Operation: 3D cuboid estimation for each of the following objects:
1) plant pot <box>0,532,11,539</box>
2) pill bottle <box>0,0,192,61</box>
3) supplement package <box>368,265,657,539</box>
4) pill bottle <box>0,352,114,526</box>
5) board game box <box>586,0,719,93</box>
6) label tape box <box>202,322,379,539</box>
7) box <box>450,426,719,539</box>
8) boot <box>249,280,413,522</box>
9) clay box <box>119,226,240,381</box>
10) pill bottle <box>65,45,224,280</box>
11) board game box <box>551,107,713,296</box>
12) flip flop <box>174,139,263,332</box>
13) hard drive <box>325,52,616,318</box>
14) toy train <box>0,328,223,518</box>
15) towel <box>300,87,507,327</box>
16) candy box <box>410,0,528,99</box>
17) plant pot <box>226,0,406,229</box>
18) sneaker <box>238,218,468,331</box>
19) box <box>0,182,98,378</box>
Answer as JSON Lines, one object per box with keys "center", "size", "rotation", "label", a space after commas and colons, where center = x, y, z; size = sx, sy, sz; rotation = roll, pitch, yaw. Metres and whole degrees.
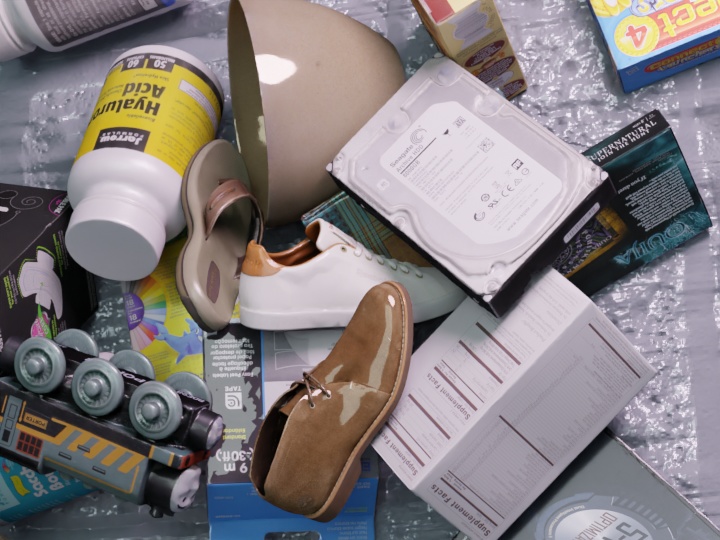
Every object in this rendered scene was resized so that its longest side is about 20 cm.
{"center": [-0.342, 0.320, 1.414], "size": [0.199, 0.200, 0.177], "rotation": [-21, 57, 9], "label": "plant pot"}
{"center": [-0.265, -0.272, 1.597], "size": [0.199, 0.114, 0.114], "rotation": [-18, 70, 9], "label": "pill bottle"}
{"center": [0.112, 0.100, 1.352], "size": [0.200, 0.114, 0.110], "rotation": [-46, 38, 1], "label": "supplement package"}
{"center": [-0.286, 0.154, 1.480], "size": [0.199, 0.111, 0.111], "rotation": [-22, 70, 9], "label": "pill bottle"}
{"center": [0.284, -0.283, 1.478], "size": [0.199, 0.056, 0.196], "rotation": [-22, 69, 8], "label": "board game box"}
{"center": [-0.057, 0.143, 1.410], "size": [0.144, 0.063, 0.201], "rotation": [-2, 80, -5], "label": "label tape box"}
{"center": [0.168, 0.234, 1.366], "size": [0.200, 0.044, 0.160], "rotation": [-46, 67, -1], "label": "box"}
{"center": [-0.021, 0.097, 1.328], "size": [0.074, 0.075, 0.201], "rotation": [26, 93, 56], "label": "boot"}
{"center": [-0.144, 0.050, 1.504], "size": [0.115, 0.048, 0.201], "rotation": [-15, 71, 8], "label": "clay box"}
{"center": [-0.192, -0.092, 1.490], "size": [0.111, 0.111, 0.200], "rotation": [-1, 50, 15], "label": "pill bottle"}
{"center": [0.180, -0.033, 1.394], "size": [0.200, 0.135, 0.028], "rotation": [-30, 46, 5], "label": "board game box"}
{"center": [-0.110, -0.034, 1.416], "size": [0.057, 0.081, 0.200], "rotation": [-27, 35, 25], "label": "flip flop"}
{"center": [0.084, -0.072, 1.350], "size": [0.140, 0.038, 0.200], "rotation": [-45, 56, -5], "label": "hard drive"}
{"center": [-0.208, 0.121, 1.369], "size": [0.199, 0.085, 0.114], "rotation": [20, 101, 15], "label": "toy train"}
{"center": [0.069, -0.042, 1.440], "size": [0.200, 0.022, 0.147], "rotation": [-33, 112, 4], "label": "towel"}
{"center": [0.078, -0.222, 1.440], "size": [0.055, 0.200, 0.116], "rotation": [-30, 69, 4], "label": "candy box"}
{"center": [-0.033, -0.144, 1.469], "size": [0.134, 0.200, 0.201], "rotation": [-8, 71, -11], "label": "plant pot"}
{"center": [0.000, 0.000, 1.391], "size": [0.199, 0.073, 0.085], "rotation": [-4, 103, -19], "label": "sneaker"}
{"center": [-0.340, 0.021, 1.473], "size": [0.148, 0.200, 0.125], "rotation": [7, 120, 17], "label": "box"}
